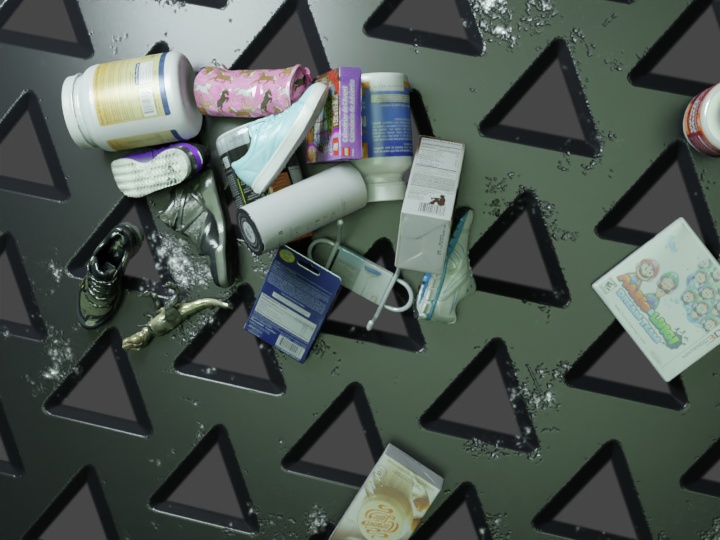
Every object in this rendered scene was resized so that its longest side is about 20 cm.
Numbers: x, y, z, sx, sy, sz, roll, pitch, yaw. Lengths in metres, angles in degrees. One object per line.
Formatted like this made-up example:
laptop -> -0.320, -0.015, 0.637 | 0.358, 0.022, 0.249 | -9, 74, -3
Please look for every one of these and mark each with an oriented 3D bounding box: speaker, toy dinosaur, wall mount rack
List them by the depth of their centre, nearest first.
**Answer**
speaker -> -0.088, -0.098, 1.556 | 0.199, 0.081, 0.082 | -27, 90, -24
wall mount rack -> 0.000, 0.000, 1.635 | 0.199, 0.075, 0.174 | 28, 123, 5
toy dinosaur -> -0.331, 0.066, 1.720 | 0.199, 0.047, 0.089 | -25, 105, 8

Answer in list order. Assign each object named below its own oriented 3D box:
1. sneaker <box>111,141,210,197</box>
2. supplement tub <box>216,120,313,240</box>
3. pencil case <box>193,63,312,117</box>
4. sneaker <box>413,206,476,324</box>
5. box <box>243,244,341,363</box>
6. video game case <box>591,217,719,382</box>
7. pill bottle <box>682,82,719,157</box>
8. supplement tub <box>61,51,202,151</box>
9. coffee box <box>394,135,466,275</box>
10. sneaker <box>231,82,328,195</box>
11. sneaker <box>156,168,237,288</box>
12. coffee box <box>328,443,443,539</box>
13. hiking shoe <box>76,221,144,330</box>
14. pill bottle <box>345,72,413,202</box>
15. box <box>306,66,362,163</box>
sneaker -> -0.330, -0.176, 1.689 | 0.199, 0.099, 0.070 | -3, 111, 37
supplement tub -> -0.152, -0.139, 1.643 | 0.122, 0.123, 0.201 | -17, 91, 8
pencil case -> -0.174, -0.293, 1.627 | 0.199, 0.083, 0.087 | 6, 102, 27
sneaker -> 0.157, -0.005, 1.647 | 0.086, 0.075, 0.201 | 18, 96, -14
box -> -0.108, 0.051, 1.652 | 0.121, 0.032, 0.201 | 31, 127, 5
video game case -> 0.507, 0.048, 1.618 | 0.182, 0.024, 0.200 | -38, 88, 8
pill bottle -> 0.549, -0.226, 1.505 | 0.109, 0.200, 0.111 | 1, 94, 7
supplement tub -> -0.375, -0.276, 1.651 | 0.198, 0.144, 0.146 | -8, 93, 8
coffee box -> 0.110, -0.105, 1.560 | 0.079, 0.201, 0.114 | 10, 133, 5
sneaker -> -0.129, -0.215, 1.531 | 0.082, 0.074, 0.200 | 36, 102, -2
sneaker -> -0.274, -0.061, 1.690 | 0.113, 0.076, 0.201 | -14, 89, 10
coffee box -> 0.039, 0.410, 1.676 | 0.114, 0.080, 0.201 | 32, 97, 5
hiking shoe -> -0.443, 0.009, 1.702 | 0.075, 0.101, 0.201 | 24, 97, 6
pill bottle -> 0.028, -0.213, 1.619 | 0.111, 0.112, 0.202 | -3, 93, 8
box -> -0.044, -0.241, 1.585 | 0.039, 0.200, 0.138 | -2, 94, -18
